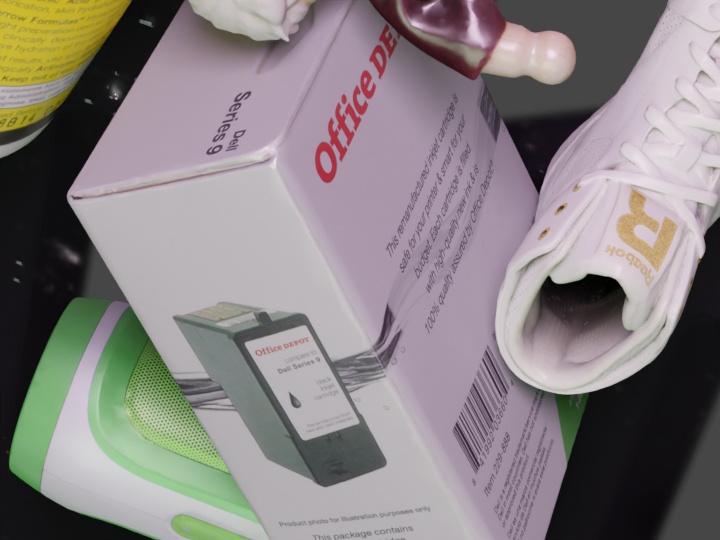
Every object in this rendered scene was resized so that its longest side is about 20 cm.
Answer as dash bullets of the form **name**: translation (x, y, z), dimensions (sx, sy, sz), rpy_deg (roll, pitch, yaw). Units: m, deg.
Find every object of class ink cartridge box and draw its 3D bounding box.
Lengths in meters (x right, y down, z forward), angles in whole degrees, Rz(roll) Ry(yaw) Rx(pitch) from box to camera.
- **ink cartridge box**: translation (0.000, 0.000, 0.906), dimensions (0.084, 0.146, 0.200), rpy_deg (-10, 125, 28)

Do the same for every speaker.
- **speaker**: translation (-0.031, 0.079, 1.026), dimensions (0.199, 0.089, 0.089), rpy_deg (21, 134, 2)

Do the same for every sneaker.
- **sneaker**: translation (0.111, -0.039, 0.852), dimensions (0.073, 0.116, 0.200), rpy_deg (29, 132, -4)

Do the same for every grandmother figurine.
- **grandmother figurine**: translation (0.037, -0.114, 0.804), dimensions (0.199, 0.061, 0.122), rpy_deg (-14, 91, 7)

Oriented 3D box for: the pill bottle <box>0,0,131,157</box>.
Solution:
- **pill bottle**: translation (-0.109, -0.134, 0.851), dimensions (0.111, 0.111, 0.200), rpy_deg (32, 133, -9)
